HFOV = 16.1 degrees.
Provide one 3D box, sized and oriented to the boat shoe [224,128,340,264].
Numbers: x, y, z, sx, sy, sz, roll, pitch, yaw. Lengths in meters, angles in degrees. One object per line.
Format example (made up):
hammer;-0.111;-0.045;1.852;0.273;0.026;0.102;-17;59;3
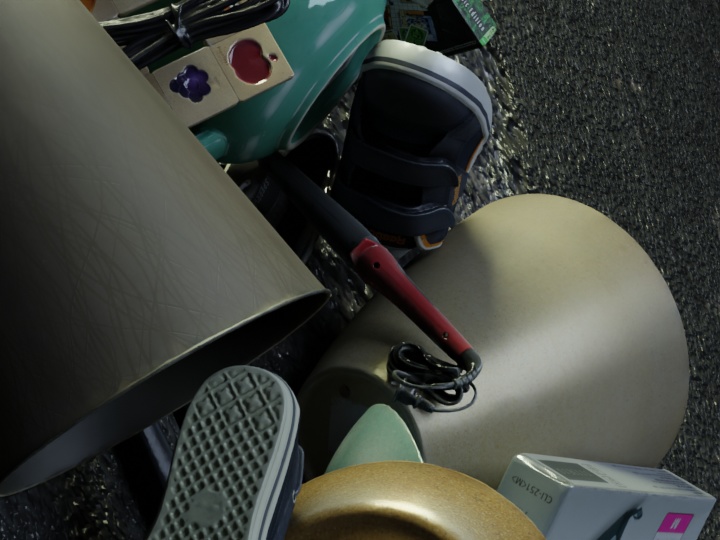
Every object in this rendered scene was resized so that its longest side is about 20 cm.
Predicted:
boat shoe;-0.057;-0.022;1.418;0.067;0.057;0.200;54;27;-21

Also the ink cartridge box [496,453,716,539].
ink cartridge box;0.107;0.191;1.417;0.043;0.174;0.200;29;9;30

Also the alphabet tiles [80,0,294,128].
alphabet tiles;-0.151;-0.149;1.273;0.201;0.166;0.008;60;-20;9

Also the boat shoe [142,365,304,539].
boat shoe;-0.074;0.142;1.159;0.062;0.074;0.201;66;41;-62

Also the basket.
basket;-0.141;-0.027;1.167;0.201;0.180;0.136;58;-11;8

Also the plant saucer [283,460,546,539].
plant saucer;0.003;0.182;1.173;0.035;0.199;0.201;41;31;-63

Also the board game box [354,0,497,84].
board game box;-0.018;-0.155;1.466;0.105;0.199;0.023;53;54;-20

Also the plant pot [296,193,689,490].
plant pot;0.057;0.069;1.441;0.200;0.187;0.188;-22;86;-50

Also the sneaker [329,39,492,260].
sneaker;0.026;-0.059;1.414;0.200;0.078;0.080;88;23;-73

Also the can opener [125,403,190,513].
can opener;-0.073;0.125;1.266;0.063;0.079;0.201;-31;92;-26

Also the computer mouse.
computer mouse;-0.126;-0.184;1.268;0.201;0.140;0.046;64;0;15

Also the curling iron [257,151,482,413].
curling iron;0.000;0.000;1.370;0.049;0.026;0.200;-22;57;-23

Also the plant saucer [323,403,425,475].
plant saucer;0.004;0.170;1.284;0.201;0.038;0.203;173;-90;-75

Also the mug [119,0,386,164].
mug;-0.066;-0.121;1.375;0.114;0.185;0.152;38;8;4
